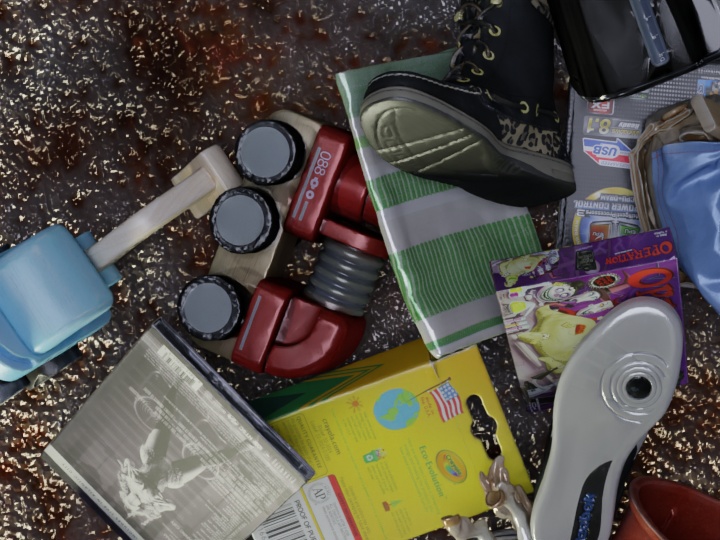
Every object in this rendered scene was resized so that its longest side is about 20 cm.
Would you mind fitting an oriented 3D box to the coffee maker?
[{"bbox_3d":[0.148,-0.218,1.430,0.192,0.135,0.201,-13,106,27],"label":"coffee maker"}]

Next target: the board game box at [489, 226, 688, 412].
[{"bbox_3d":[0.158,0.037,1.477,0.120,0.200,0.032,-15,62,4],"label":"board game box"}]

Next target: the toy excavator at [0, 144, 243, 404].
[{"bbox_3d":[-0.192,-0.002,1.536,0.200,0.194,0.100,-33,91,34],"label":"toy excavator"}]

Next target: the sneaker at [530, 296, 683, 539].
[{"bbox_3d":[0.162,0.089,1.480,0.073,0.112,0.200,19,114,0],"label":"sneaker"}]

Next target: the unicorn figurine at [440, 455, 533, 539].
[{"bbox_3d":[0.093,0.238,1.480,0.074,0.137,0.200,8,56,41],"label":"unicorn figurine"}]

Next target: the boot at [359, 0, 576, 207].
[{"bbox_3d":[0.070,-0.138,1.463,0.073,0.203,0.154,-16,66,36],"label":"boot"}]

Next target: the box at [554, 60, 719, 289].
[{"bbox_3d":[0.240,-0.067,1.534,0.199,0.044,0.161,6,94,4],"label":"box"}]

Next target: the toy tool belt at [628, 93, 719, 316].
[{"bbox_3d":[0.253,-0.022,1.452,0.125,0.123,0.201,-21,93,6],"label":"toy tool belt"}]

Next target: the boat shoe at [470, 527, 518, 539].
[{"bbox_3d":[0.051,0.245,1.548,0.201,0.086,0.075,-23,92,6],"label":"boat shoe"}]

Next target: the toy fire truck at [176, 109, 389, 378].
[{"bbox_3d":[0.000,0.000,1.532,0.200,0.129,0.177,22,96,13],"label":"toy fire truck"}]

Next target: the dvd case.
[{"bbox_3d":[-0.131,0.135,1.530,0.149,0.016,0.200,45,136,1],"label":"dvd case"}]

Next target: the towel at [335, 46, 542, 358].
[{"bbox_3d":[0.063,-0.050,1.495,0.023,0.152,0.201,-15,92,42],"label":"towel"}]

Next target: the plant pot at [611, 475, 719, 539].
[{"bbox_3d":[0.219,0.277,1.495,0.200,0.201,0.196,31,104,2],"label":"plant pot"}]

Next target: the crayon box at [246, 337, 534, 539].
[{"bbox_3d":[0.009,0.131,1.545,0.199,0.051,0.127,-20,110,6],"label":"crayon box"}]
